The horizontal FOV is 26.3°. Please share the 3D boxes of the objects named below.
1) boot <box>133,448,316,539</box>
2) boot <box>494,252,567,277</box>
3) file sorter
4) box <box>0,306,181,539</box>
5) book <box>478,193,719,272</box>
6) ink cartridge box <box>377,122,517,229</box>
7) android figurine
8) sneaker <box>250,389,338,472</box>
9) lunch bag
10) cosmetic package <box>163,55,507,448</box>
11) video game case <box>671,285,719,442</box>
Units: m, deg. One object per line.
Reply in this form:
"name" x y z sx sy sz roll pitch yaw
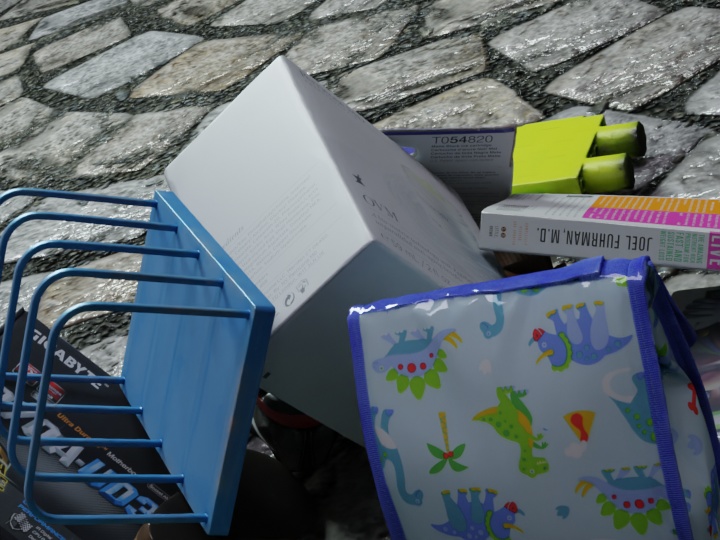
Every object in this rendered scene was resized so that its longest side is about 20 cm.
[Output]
"boot" -0.095 0.167 0.959 0.076 0.074 0.200 -51 -13 22
"boot" 0.079 0.044 1.094 0.155 0.077 0.200 -24 27 -1
"file sorter" -0.150 0.044 0.906 0.122 0.140 0.200 5 19 -26
"box" -0.190 0.138 0.992 0.046 0.200 0.159 -51 1 40
"book" 0.190 -0.026 1.043 0.199 0.048 0.134 6 8 15
"ink cartridge box" 0.012 -0.055 1.152 0.198 0.200 0.041 -1 55 -2
"android figurine" 0.146 -0.085 1.345 0.199 0.041 0.182 -9 28 24
"sneaker" -0.056 0.069 1.110 0.070 0.098 0.201 -8 33 -10
"lunch bag" 0.098 0.092 0.827 0.169 0.201 0.128 -11 25 24
"cosmetic package" 0.000 0.000 1.001 0.123 0.199 0.200 -43 42 15
"video game case" 0.277 0.056 0.972 0.199 0.023 0.182 -7 28 28
